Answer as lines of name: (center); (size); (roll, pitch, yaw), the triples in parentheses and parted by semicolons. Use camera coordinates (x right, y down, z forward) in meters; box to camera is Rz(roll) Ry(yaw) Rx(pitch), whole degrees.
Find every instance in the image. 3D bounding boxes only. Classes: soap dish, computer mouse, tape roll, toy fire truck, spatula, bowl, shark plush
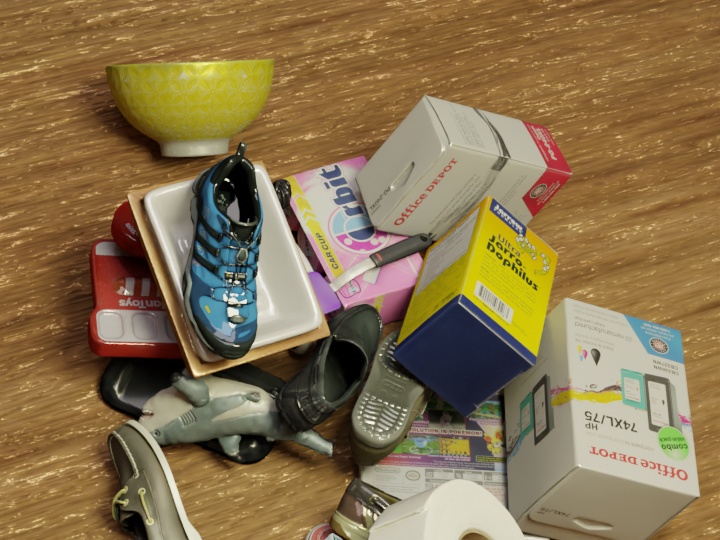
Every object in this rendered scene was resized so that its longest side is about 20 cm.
soap dish: (-0.138, 0.000, 1.601); (0.156, 0.081, 0.202); (-16, 77, -27)
computer mouse: (-0.078, -0.001, 1.745); (0.043, 0.110, 0.202); (-7, 65, -27)
tape roll: (0.091, 0.297, 1.437); (0.202, 0.070, 0.204); (36, 40, -38)
toy fire truck: (-0.194, 0.026, 1.667); (0.198, 0.113, 0.169); (4, 50, -19)
spatula: (0.000, 0.000, 1.708); (0.199, 0.021, 0.057); (-25, 65, -27)
bowl: (-0.196, -0.189, 1.831); (0.198, 0.200, 0.109); (-5, 98, -14)
shark plush: (-0.127, 0.158, 1.615); (0.198, 0.091, 0.084); (14, 91, -13)

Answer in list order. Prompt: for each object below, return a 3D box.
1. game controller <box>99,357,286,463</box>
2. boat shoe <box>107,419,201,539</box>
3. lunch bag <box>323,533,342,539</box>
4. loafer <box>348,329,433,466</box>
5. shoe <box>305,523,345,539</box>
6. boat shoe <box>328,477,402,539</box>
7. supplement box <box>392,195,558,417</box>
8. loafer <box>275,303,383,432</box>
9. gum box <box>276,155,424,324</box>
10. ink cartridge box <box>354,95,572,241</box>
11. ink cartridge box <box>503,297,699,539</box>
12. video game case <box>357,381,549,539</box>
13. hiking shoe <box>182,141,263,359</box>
game controller: (-0.174, 0.129, 1.663); (0.198, 0.042, 0.105); (22, 67, 7)
boat shoe: (-0.209, 0.239, 1.546); (0.060, 0.072, 0.203); (-16, 62, -27)
lunch bag: (-0.051, 0.364, 1.415); (0.169, 0.127, 0.201); (-33, 57, 13)
loafer: (0.032, 0.133, 1.649); (0.075, 0.070, 0.200); (28, 38, 9)
shoe: (0.018, 0.312, 1.522); (0.071, 0.091, 0.200); (-26, 62, -26)
boat shoe: (0.069, 0.263, 1.557); (0.198, 0.065, 0.073); (20, 8, -15)
supplement box: (0.125, 0.035, 1.665); (0.109, 0.109, 0.201); (39, 36, -14)
loafer: (-0.017, 0.095, 1.620); (0.068, 0.070, 0.201); (56, 36, -13)
gum box: (-0.014, -0.033, 1.787); (0.112, 0.066, 0.201); (-15, 58, -22)
ink cartridge box: (0.115, -0.106, 1.770); (0.199, 0.145, 0.084); (10, 45, -39)
ink cartridge box: (0.244, 0.164, 1.624); (0.145, 0.146, 0.202); (15, 51, -18)
video game case: (0.096, 0.205, 1.662); (0.198, 0.023, 0.184); (4, 53, -6)
hiking shoe: (-0.130, -0.016, 1.514); (0.074, 0.087, 0.202); (0, 71, -22)
